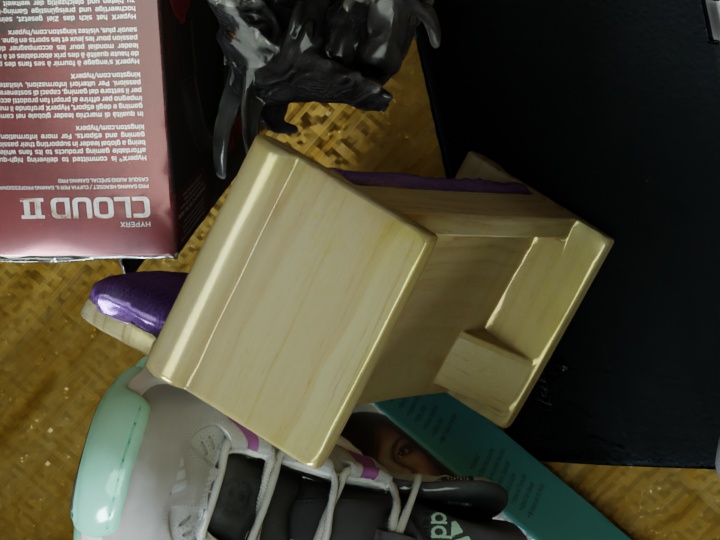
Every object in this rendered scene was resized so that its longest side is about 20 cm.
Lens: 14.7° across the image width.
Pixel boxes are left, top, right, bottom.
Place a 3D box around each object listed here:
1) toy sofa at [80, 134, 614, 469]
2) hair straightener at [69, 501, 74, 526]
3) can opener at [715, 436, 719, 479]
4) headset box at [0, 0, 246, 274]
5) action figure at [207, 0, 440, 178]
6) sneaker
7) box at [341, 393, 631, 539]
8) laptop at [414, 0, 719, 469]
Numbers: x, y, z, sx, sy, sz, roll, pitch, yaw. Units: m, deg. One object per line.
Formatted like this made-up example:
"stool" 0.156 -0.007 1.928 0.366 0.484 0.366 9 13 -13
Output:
"toy sofa" 0.000 0.000 0.926 0.098 0.200 0.083 32 102 19
"hair straightener" -0.029 0.143 1.079 0.200 0.041 0.077 34 110 -2
"can opener" 0.211 0.080 0.977 0.200 0.053 0.067 19 73 -29
"headset box" -0.086 -0.099 0.956 0.075 0.149 0.200 0 106 9
"action figure" -0.001 -0.125 0.929 0.102 0.119 0.200 42 82 -22
"sneaker" 0.000 0.083 0.911 0.140 0.200 0.078 13 86 22
"box" 0.057 0.124 1.050 0.200 0.049 0.082 40 117 -4
"laptop" 0.145 -0.033 1.008 0.200 0.116 0.188 -17 106 -14
